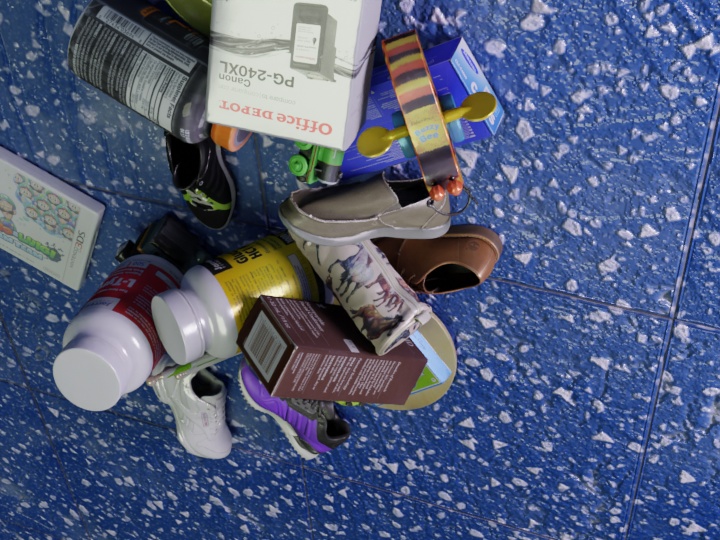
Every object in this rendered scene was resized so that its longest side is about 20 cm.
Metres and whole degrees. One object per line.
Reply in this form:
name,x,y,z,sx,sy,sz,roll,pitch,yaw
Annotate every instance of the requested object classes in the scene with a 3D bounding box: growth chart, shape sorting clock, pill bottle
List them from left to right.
pill bottle,-0.284,0.074,1.354,0.111,0.201,0.114,7,121,12
pill bottle,-0.198,-0.204,1.189,0.199,0.107,0.107,32,140,7
growth chart,-0.189,0.110,1.443,0.143,0.200,0.018,-22,87,-1
pill bottle,-0.138,0.032,1.331,0.112,0.198,0.114,39,142,40
shape sorting clock,0.028,0.099,1.449,0.197,0.039,0.202,15,133,16

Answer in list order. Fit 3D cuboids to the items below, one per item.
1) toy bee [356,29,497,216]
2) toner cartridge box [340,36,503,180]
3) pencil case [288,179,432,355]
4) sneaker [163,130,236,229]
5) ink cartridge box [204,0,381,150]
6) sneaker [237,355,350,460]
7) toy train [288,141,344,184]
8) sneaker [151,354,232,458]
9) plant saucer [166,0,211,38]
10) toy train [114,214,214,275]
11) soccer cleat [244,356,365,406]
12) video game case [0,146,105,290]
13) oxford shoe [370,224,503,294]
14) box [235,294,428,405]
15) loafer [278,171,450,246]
toy bee,0.076,-0.122,1.073,0.130,0.109,0.200,-37,117,18
toner cartridge box,0.039,-0.163,1.170,0.198,0.043,0.095,-12,126,37
pencil case,0.000,0.000,1.271,0.201,0.077,0.090,53,144,17
sneaker,-0.197,-0.114,1.317,0.071,0.083,0.202,12,137,17
ink cartridge box,-0.060,-0.226,1.047,0.143,0.084,0.202,12,120,7
sneaker,-0.083,0.177,1.576,0.099,0.070,0.201,-19,126,32
toy train,-0.026,-0.177,1.139,0.056,0.042,0.202,22,115,17
sneaker,-0.231,0.209,1.674,0.098,0.075,0.201,-2,132,31
plant saucer,-0.122,-0.309,1.116,0.197,0.031,0.202,15,138,13
toy train,-0.222,0.018,1.474,0.199,0.086,0.114,40,128,-15
soccer cleat,-0.057,0.119,1.404,0.199,0.065,0.083,17,-170,-42
video game case,-0.451,-0.076,1.538,0.198,0.024,0.183,30,139,-2
oxford shoe,0.063,-0.004,1.303,0.198,0.072,0.072,-8,130,36
box,-0.030,0.093,1.296,0.198,0.100,0.076,10,118,-41
loafer,0.008,-0.076,1.215,0.197,0.076,0.070,-5,131,-22
